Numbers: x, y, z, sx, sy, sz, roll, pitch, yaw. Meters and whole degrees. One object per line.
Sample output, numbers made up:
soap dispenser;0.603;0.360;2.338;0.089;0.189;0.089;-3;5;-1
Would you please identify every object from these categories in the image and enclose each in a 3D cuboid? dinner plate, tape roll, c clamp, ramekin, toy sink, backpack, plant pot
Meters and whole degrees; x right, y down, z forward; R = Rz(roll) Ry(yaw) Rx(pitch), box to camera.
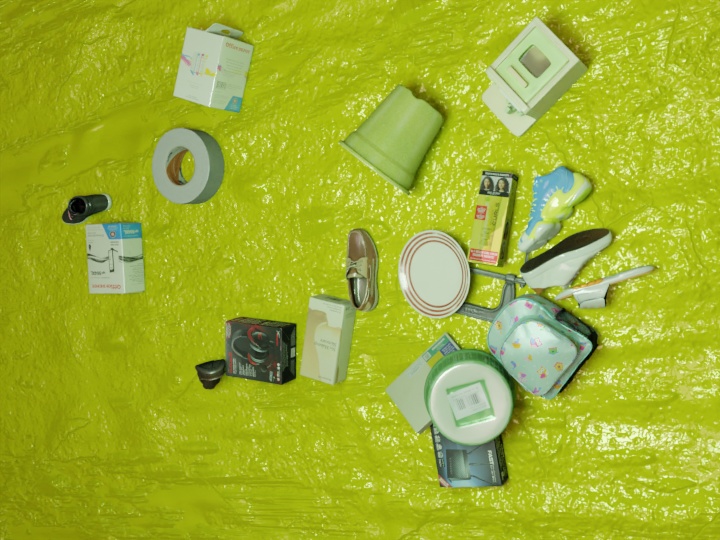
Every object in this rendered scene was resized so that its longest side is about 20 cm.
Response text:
dinner plate;0.169;0.008;1.654;0.199;0.024;0.202;7;100;42
tape roll;-0.465;-0.279;1.950;0.199;0.066;0.202;2;95;27
c clamp;0.274;0.028;1.622;0.199;0.027;0.172;8;103;25
ramekin;0.232;0.273;1.541;0.198;0.098;0.202;0;92;8
toy sink;0.343;-0.393;1.497;0.200;0.112;0.131;-45;74;23
backpack;0.365;0.150;1.514;0.200;0.153;0.176;41;117;23
plant pot;0.083;-0.300;1.611;0.200;0.200;0.185;40;98;19

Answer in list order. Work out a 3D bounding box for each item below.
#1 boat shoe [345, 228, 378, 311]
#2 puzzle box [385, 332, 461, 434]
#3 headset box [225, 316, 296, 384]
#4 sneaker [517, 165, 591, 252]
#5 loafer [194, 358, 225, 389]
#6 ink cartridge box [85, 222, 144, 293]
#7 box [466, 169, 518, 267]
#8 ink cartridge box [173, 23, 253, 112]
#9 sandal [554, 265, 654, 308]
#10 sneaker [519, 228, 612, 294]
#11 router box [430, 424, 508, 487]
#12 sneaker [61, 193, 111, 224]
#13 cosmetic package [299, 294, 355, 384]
boat shoe;0.000;0.000;1.731;0.075;0.072;0.202;-9;90;27
puzzle box;0.166;0.255;1.644;0.200;0.025;0.133;-44;55;8
headset box;-0.268;0.205;1.885;0.199;0.075;0.150;5;98;27
sneaker;0.387;-0.135;1.528;0.200;0.076;0.105;-47;62;15
loafer;-0.389;0.276;1.915;0.073;0.200;0.072;-15;89;-18
ink cartridge box;-0.705;-0.035;2.085;0.145;0.084;0.202;-1;93;27
box;0.285;-0.111;1.570;0.075;0.050;0.202;11;92;27
ink cartridge box;-0.370;-0.521;1.846;0.125;0.128;0.201;20;103;24
sandal;0.498;0.044;1.474;0.206;0.079;0.060;-20;83;25
sneaker;0.439;-0.017;1.518;0.199;0.073;0.085;-28;112;20
router box;0.242;0.387;1.645;0.149;0.062;0.202;-10;89;27
sneaker;-0.836;-0.181;2.132;0.199;0.099;0.071;-15;89;29
cosmetic package;-0.080;0.168;1.787;0.104;0.071;0.202;11;99;26
